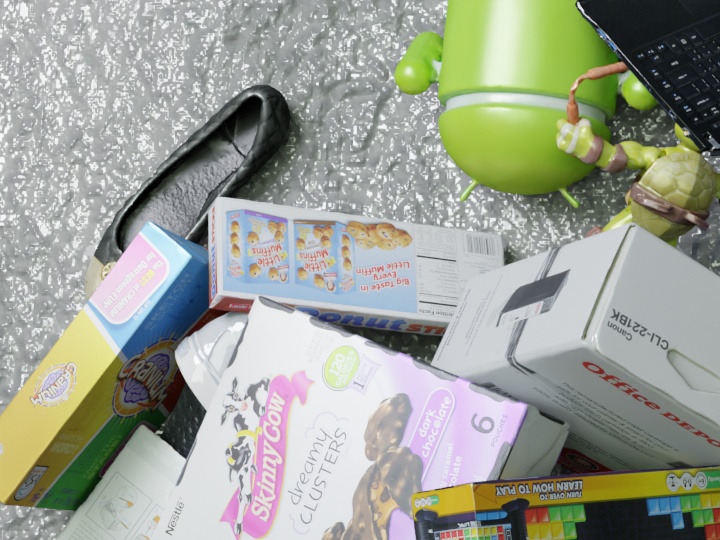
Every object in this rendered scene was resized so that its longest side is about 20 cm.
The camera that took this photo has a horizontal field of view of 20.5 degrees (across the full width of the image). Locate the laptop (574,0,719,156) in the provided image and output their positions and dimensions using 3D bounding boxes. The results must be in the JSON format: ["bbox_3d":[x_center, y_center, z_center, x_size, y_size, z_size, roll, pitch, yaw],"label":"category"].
[{"bbox_3d":[0.269,-0.146,1.224,0.200,0.177,0.103,52,140,16],"label":"laptop"}]

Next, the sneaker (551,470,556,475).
[{"bbox_3d":[0.083,0.203,1.195,0.115,0.074,0.200,-21,66,16],"label":"sneaker"}]

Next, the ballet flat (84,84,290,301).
[{"bbox_3d":[-0.127,-0.053,1.386,0.066,0.057,0.200,41,93,17],"label":"ballet flat"}]

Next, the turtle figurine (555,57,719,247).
[{"bbox_3d":[0.198,-0.038,1.268,0.161,0.200,0.064,-64,30,21],"label":"turtle figurine"}]

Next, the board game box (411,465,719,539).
[{"bbox_3d":[0.127,0.195,1.096,0.057,0.200,0.166,-19,75,50],"label":"board game box"}]

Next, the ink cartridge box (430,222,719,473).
[{"bbox_3d":[0.153,0.056,1.194,0.144,0.200,0.084,31,70,-17],"label":"ink cartridge box"}]

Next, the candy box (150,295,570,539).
[{"bbox_3d":[-0.003,0.128,1.184,0.200,0.072,0.168,21,86,30],"label":"candy box"}]

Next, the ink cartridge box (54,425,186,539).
[{"bbox_3d":[-0.143,0.231,1.354,0.162,0.050,0.200,37,90,17],"label":"ink cartridge box"}]

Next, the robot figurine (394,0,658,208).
[{"bbox_3d":[0.112,-0.141,1.305,0.175,0.116,0.200,4,83,10],"label":"robot figurine"}]

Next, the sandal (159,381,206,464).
[{"bbox_3d":[-0.091,0.099,1.367,0.076,0.043,0.200,42,104,21],"label":"sandal"}]

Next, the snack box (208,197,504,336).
[{"bbox_3d":[0.000,0.000,1.297,0.200,0.024,0.072,7,62,-19],"label":"snack box"}]

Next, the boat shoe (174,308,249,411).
[{"bbox_3d":[-0.036,0.108,1.303,0.068,0.072,0.200,-37,98,8],"label":"boat shoe"}]

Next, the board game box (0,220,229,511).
[{"bbox_3d":[-0.161,0.069,1.327,0.040,0.153,0.200,38,93,17],"label":"board game box"}]
